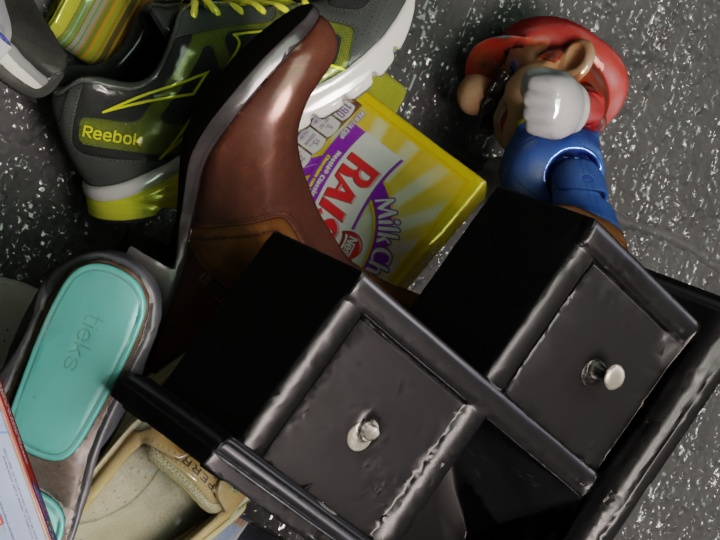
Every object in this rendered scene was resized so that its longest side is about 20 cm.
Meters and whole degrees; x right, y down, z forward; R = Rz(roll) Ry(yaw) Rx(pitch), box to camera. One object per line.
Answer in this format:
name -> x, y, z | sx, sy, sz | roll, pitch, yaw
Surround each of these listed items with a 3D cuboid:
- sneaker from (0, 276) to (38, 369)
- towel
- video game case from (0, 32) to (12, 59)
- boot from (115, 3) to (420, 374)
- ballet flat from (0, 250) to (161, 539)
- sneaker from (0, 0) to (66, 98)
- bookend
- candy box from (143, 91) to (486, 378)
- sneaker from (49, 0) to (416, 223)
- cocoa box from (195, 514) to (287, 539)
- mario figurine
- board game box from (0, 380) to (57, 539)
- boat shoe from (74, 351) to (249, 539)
sneaker -> -0.200, 0.053, 0.827 | 0.198, 0.129, 0.080 | -3, 101, -34
towel -> -0.065, -0.107, 0.965 | 0.200, 0.018, 0.086 | 33, 84, -35
video game case -> -0.261, -0.080, 0.710 | 0.181, 0.200, 0.045 | -49, 162, -2
boot -> 0.000, 0.000, 0.874 | 0.199, 0.068, 0.189 | 28, 97, -13
ballet flat -> -0.144, 0.083, 0.820 | 0.073, 0.073, 0.201 | 30, 88, -34
sneaker -> -0.164, -0.171, 0.820 | 0.115, 0.075, 0.200 | -42, 129, -2
bookend -> 0.038, 0.037, 0.813 | 0.199, 0.092, 0.200 | 41, 81, -33
candy box -> -0.037, 0.002, 0.949 | 0.102, 0.026, 0.200 | 38, 78, 10
sneaker -> -0.059, -0.104, 0.911 | 0.200, 0.074, 0.085 | -38, 121, -16
cocoa box -> -0.081, 0.221, 0.917 | 0.200, 0.131, 0.133 | -59, 146, -12
mario figurine -> 0.082, -0.060, 0.995 | 0.106, 0.123, 0.200 | 39, 31, -30
board game box -> -0.186, 0.075, 0.750 | 0.103, 0.019, 0.201 | -18, 104, -4
boat shoe -> -0.094, 0.103, 0.849 | 0.200, 0.063, 0.073 | -37, 114, 6
